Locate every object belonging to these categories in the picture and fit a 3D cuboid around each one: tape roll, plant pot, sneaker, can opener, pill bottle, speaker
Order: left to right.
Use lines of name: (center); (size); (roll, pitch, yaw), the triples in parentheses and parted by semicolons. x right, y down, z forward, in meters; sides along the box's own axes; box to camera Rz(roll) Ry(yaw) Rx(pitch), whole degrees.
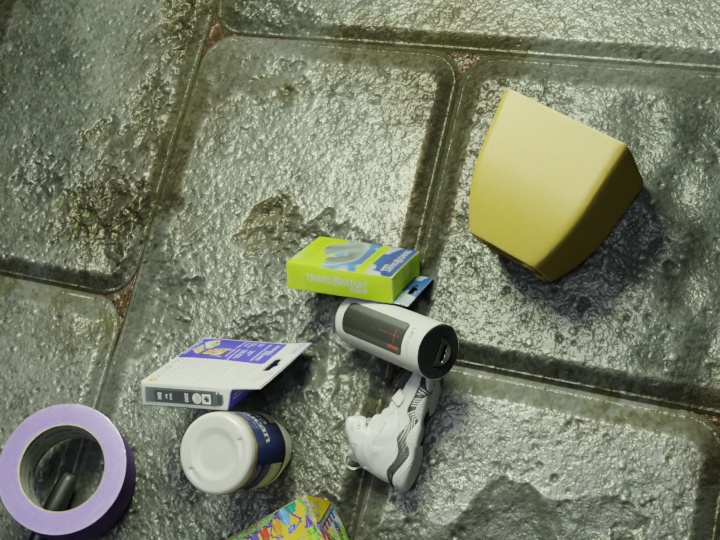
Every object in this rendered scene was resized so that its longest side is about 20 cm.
can opener: (-0.505, 0.420, 1.607); (0.063, 0.078, 0.203); (-7, 62, 54)
tape roll: (-0.455, 0.316, 1.567); (0.196, 0.085, 0.204); (1, 68, -2)
pill bottle: (-0.169, 0.259, 1.448); (0.109, 0.200, 0.113); (-2, 82, 16)
sneaker: (0.045, 0.209, 1.462); (0.113, 0.075, 0.203); (12, 80, 20)
speaker: (0.051, 0.093, 1.452); (0.199, 0.081, 0.082); (20, 79, 51)
plant pot: (0.260, -0.103, 1.428); (0.193, 0.195, 0.202); (30, 91, 25)

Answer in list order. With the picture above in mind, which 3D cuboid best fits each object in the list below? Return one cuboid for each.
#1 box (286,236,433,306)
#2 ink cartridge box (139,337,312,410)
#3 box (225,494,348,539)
box: (0.000, 0.000, 1.522); (0.197, 0.122, 0.049); (8, 114, 22)
ink cartridge box: (-0.195, 0.154, 1.506); (0.196, 0.198, 0.044); (0, 105, 21)
box: (-0.104, 0.454, 1.411); (0.198, 0.122, 0.195); (-29, 66, 8)
